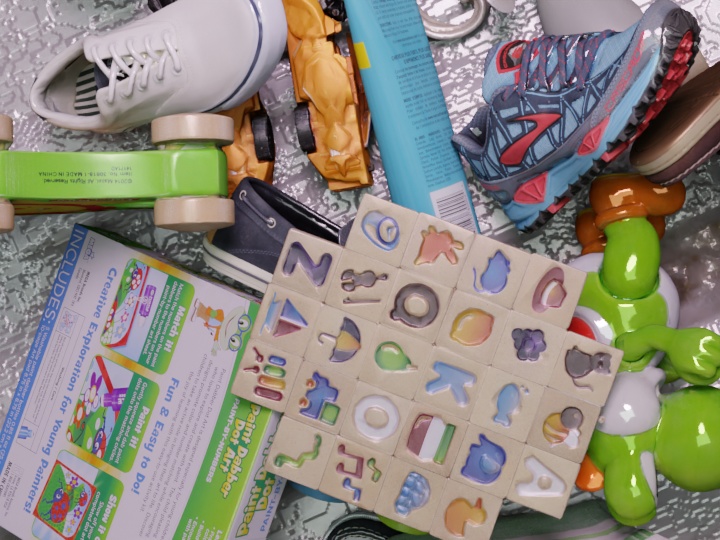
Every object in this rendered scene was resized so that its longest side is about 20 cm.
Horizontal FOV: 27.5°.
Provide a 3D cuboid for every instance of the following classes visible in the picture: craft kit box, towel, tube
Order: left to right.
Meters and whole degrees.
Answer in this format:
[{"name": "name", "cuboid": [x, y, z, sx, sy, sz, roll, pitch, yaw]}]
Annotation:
[{"name": "craft kit box", "cuboid": [-0.130, 0.094, 0.902, 0.197, 0.048, 0.201, 23, 94, 36]}, {"name": "tube", "cuboid": [0.031, -0.095, 0.906, 0.050, 0.077, 0.201, -10, 99, 27]}, {"name": "towel", "cuboid": [0.107, 0.163, 0.820, 0.152, 0.200, 0.024, -6, 94, -12]}]

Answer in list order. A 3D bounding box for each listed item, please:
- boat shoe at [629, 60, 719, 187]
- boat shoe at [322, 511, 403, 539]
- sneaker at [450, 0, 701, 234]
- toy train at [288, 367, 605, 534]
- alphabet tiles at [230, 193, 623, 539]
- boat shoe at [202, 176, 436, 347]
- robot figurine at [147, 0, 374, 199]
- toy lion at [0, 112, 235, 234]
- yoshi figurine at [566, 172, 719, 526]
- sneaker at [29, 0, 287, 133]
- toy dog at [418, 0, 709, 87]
[{"name": "boat shoe", "cuboid": [0.239, -0.097, 0.864, 0.200, 0.072, 0.072, -39, 99, -32]}, {"name": "boat shoe", "cuboid": [0.054, 0.228, 0.910, 0.200, 0.060, 0.076, 39, 93, 6]}, {"name": "sneaker", "cuboid": [0.110, -0.096, 0.833, 0.095, 0.200, 0.079, 43, 55, 1]}, {"name": "toy train", "cuboid": [0.042, 0.107, 0.877, 0.199, 0.084, 0.116, 21, 105, 34]}, {"name": "alphabet tiles", "cuboid": [0.036, 0.057, 0.820, 0.199, 0.006, 0.167, 20, 92, 6]}, {"name": "boat shoe", "cuboid": [0.000, 0.000, 0.874, 0.199, 0.075, 0.063, 24, 102, 16]}, {"name": "robot figurine", "cuboid": [-0.057, -0.144, 0.933, 0.144, 0.058, 0.201, -10, 88, 6]}, {"name": "toy lion", "cuboid": [-0.185, -0.052, 0.889, 0.199, 0.192, 0.069, -1, 89, -14]}, {"name": "yoshi figurine", "cuboid": [0.179, 0.048, 0.861, 0.112, 0.112, 0.201, -19, 63, 45]}, {"name": "sneaker", "cuboid": [-0.125, -0.119, 0.879, 0.200, 0.071, 0.073, -19, 89, 45]}, {"name": "toy dog", "cuboid": [0.125, -0.168, 0.893, 0.200, 0.096, 0.132, 36, 93, 6]}]
